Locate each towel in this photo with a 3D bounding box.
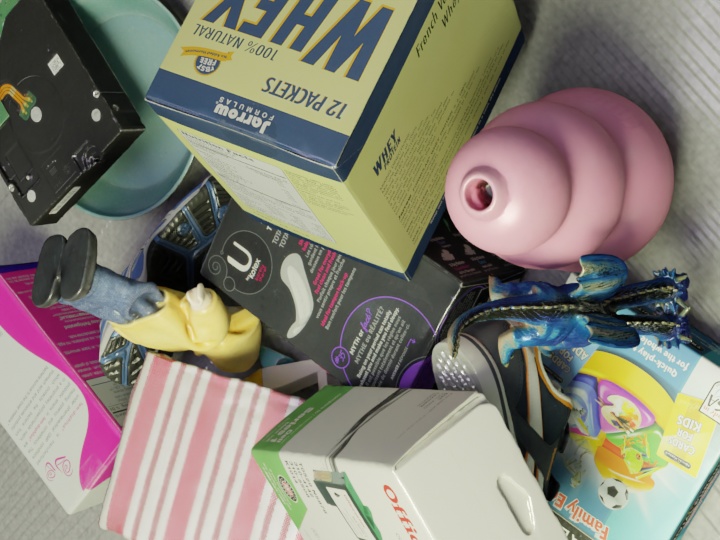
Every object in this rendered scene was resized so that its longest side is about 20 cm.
[{"bbox_3d":[-0.100,0.156,1.089,0.200,0.030,0.147,15,86,23],"label":"towel"}]

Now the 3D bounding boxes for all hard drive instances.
[{"bbox_3d":[-0.279,-0.158,1.220,0.140,0.038,0.200,-41,75,29],"label":"hard drive"}]

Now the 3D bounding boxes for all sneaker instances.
[{"bbox_3d":[-0.162,-0.003,1.184,0.200,0.076,0.077,-53,33,10],"label":"sneaker"},{"bbox_3d":[0.106,0.120,0.976,0.078,0.079,0.200,28,136,45],"label":"sneaker"}]

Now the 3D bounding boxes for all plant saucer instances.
[{"bbox_3d":[-0.203,-0.144,1.216,0.200,0.036,0.201,4,98,32],"label":"plant saucer"}]

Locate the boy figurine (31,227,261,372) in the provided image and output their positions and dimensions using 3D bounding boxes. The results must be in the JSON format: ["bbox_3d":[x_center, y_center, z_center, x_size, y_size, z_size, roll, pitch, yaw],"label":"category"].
[{"bbox_3d":[-0.147,0.029,1.101,0.124,0.200,0.065,-12,64,46],"label":"boy figurine"}]

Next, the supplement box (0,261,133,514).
[{"bbox_3d":[-0.253,0.096,1.240,0.200,0.103,0.101,50,118,19],"label":"supplement box"}]

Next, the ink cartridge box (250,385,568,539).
[{"bbox_3d":[0.032,0.158,0.950,0.146,0.084,0.200,60,153,-12],"label":"ink cartridge box"}]

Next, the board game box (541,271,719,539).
[{"bbox_3d":[0.173,0.121,1.003,0.151,0.047,0.200,35,113,25],"label":"board game box"}]

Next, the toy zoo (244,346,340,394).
[{"bbox_3d":[-0.066,0.154,1.135,0.131,0.020,0.200,-25,58,31],"label":"toy zoo"}]

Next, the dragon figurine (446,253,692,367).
[{"bbox_3d":[0.135,0.023,0.879,0.099,0.200,0.059,-13,78,35],"label":"dragon figurine"}]

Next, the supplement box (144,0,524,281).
[{"bbox_3d":[-0.006,-0.132,0.921,0.134,0.200,0.200,21,78,21],"label":"supplement box"}]

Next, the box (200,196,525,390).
[{"bbox_3d":[0.000,0.000,1.062,0.200,0.106,0.122,36,114,23],"label":"box"}]

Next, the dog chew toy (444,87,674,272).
[{"bbox_3d":[0.122,-0.056,0.921,0.124,0.200,0.125,4,98,32],"label":"dog chew toy"}]
